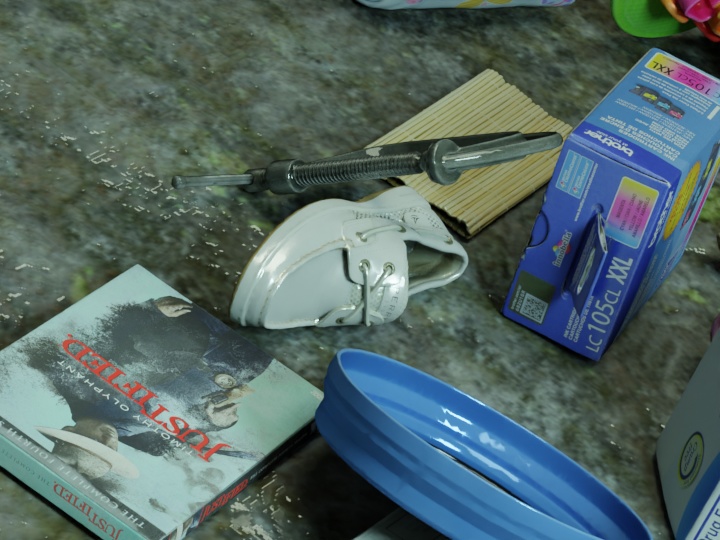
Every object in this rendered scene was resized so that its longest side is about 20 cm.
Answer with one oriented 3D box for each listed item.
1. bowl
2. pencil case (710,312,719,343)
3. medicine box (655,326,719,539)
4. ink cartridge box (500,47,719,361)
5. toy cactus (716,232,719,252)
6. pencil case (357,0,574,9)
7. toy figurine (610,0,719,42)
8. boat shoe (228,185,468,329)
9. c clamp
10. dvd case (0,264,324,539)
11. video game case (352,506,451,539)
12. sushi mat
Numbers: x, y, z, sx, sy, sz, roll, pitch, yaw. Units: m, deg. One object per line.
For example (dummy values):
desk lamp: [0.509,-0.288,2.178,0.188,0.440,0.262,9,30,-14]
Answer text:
bowl: [0.063,0.110,1.563,0.200,0.039,0.201,30,8,-5]
pencil case: [0.314,0.050,1.856,0.199,0.086,0.083,-3,74,-38]
medicine box: [0.301,0.091,1.686,0.199,0.183,0.103,17,32,-15]
ink cartridge box: [0.160,-0.037,1.819,0.076,0.137,0.200,27,31,14]
toy cactus: [0.323,-0.030,1.951,0.164,0.103,0.200,-20,6,0]
pencil case: [0.075,-0.234,2.100,0.199,0.083,0.091,-3,63,-39]
toy figurine: [0.301,-0.149,2.131,0.200,0.150,0.185,22,36,-57]
boat shoe: [0.000,0.000,1.714,0.069,0.071,0.200,36,32,21]
c clamp: [0.015,-0.062,1.760,0.199,0.027,0.171,-5,4,37]
dvd case: [-0.118,0.074,1.569,0.146,0.022,0.200,34,33,14]
video game case: [0.048,0.207,1.476,0.181,0.036,0.200,36,32,17]
sushi mat: [0.080,-0.081,1.947,0.096,0.012,0.200,34,32,14]
